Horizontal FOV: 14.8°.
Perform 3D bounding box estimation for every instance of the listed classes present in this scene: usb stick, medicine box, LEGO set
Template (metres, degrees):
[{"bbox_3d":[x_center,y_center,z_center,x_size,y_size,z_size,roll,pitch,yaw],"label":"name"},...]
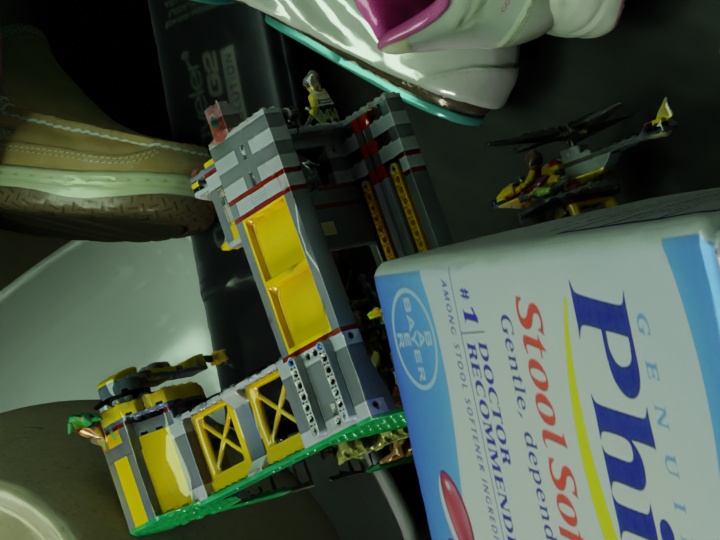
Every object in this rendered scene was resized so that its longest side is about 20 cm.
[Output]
[{"bbox_3d":[-0.041,-0.038,1.005,0.055,0.033,0.201,-18,76,28],"label":"usb stick"},{"bbox_3d":[0.102,0.070,0.724,0.200,0.103,0.183,171,86,-69],"label":"medicine box"},{"bbox_3d":[0.000,0.000,0.892,0.154,0.200,0.116,-33,73,54],"label":"LEGO set"}]

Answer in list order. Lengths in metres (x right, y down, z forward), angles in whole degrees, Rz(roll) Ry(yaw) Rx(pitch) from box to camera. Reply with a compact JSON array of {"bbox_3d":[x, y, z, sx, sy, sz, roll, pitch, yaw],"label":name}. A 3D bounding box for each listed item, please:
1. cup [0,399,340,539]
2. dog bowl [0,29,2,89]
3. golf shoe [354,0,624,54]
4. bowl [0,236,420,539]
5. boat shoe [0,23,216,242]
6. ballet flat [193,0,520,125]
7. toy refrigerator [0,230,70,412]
[{"bbox_3d":[-0.109,0.130,0.931,0.200,0.143,0.201,-4,75,14],"label":"cup"},{"bbox_3d":[-0.206,-0.063,1.001,0.200,0.074,0.201,-13,73,46],"label":"dog bowl"},{"bbox_3d":[0.033,-0.142,0.838,0.075,0.091,0.200,-117,13,-46],"label":"golf shoe"},{"bbox_3d":[-0.087,0.101,1.046,0.200,0.075,0.200,-40,70,5],"label":"bowl"},{"bbox_3d":[-0.130,-0.055,1.021,0.200,0.072,0.076,6,81,37],"label":"boat shoe"},{"bbox_3d":[-0.032,-0.115,0.959,0.200,0.069,0.070,23,119,13],"label":"ballet flat"},{"bbox_3d":[-0.154,0.034,1.142,0.076,0.070,0.201,4,103,45],"label":"toy refrigerator"}]
